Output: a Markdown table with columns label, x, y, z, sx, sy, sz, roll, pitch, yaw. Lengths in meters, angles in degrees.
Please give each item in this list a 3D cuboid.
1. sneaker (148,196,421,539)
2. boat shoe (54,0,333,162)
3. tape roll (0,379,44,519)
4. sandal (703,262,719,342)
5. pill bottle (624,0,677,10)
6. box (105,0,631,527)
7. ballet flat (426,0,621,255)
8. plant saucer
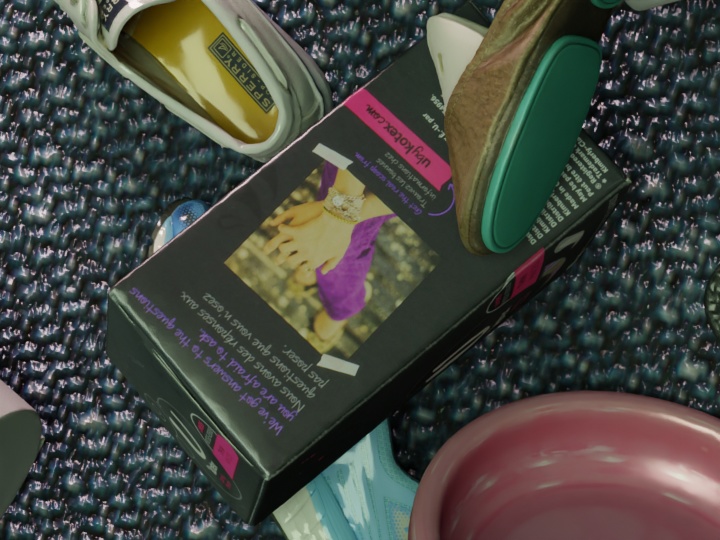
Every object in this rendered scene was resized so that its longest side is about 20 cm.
| label | x | y | z | sx | sy | sz | roll | pitch | yaw |
| --- | --- | --- | --- | --- | --- | --- | --- | --- | --- |
| sneaker | -0.025 | 0.050 | 1.323 | 0.090 | 0.078 | 0.201 | -33 | 89 | -1 |
| boat shoe | -0.099 | -0.122 | 1.321 | 0.200 | 0.070 | 0.071 | 46 | 105 | 9 |
| tape roll | -0.260 | 0.096 | 1.320 | 0.139 | 0.203 | 0.203 | 39 | 104 | 10 |
| sandal | 0.227 | 0.068 | 1.254 | 0.075 | 0.048 | 0.201 | -38 | 70 | 11 |
| pill bottle | 0.194 | -0.182 | 1.205 | 0.199 | 0.114 | 0.115 | -16 | 90 | 17 |
| box | 0.000 | 0.000 | 1.235 | 0.200 | 0.122 | 0.106 | -39 | 82 | -13 |
| ballet flat | 0.069 | -0.108 | 1.163 | 0.072 | 0.068 | 0.201 | 28 | 100 | 26 |
| plant saucer | 0.115 | 0.135 | 1.227 | 0.200 | 0.201 | 0.051 | 25 | 130 | 13 |
